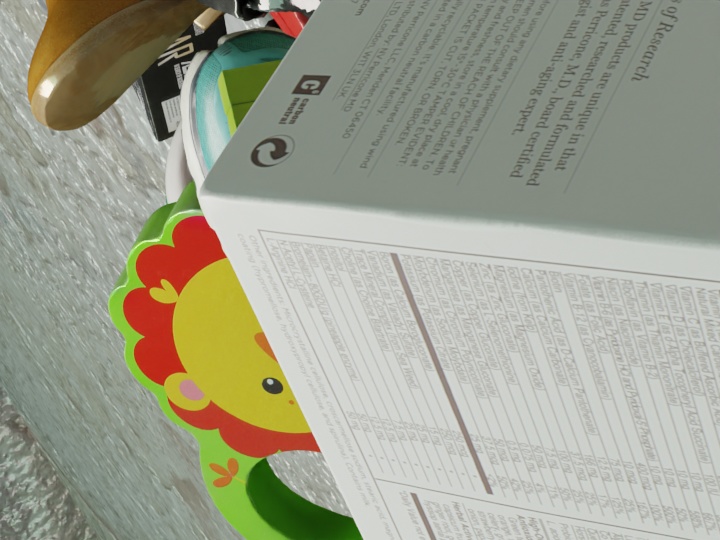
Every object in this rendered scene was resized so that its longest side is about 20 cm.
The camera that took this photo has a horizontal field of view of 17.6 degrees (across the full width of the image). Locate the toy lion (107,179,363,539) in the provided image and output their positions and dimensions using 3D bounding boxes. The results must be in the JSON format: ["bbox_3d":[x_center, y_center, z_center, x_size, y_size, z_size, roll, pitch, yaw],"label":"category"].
[{"bbox_3d":[-0.017,0.051,0.987,0.191,0.069,0.200,20,131,3],"label":"toy lion"}]

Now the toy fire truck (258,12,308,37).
[{"bbox_3d":[-0.009,-0.120,0.893,0.200,0.049,0.141,54,166,2],"label":"toy fire truck"}]

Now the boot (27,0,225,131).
[{"bbox_3d":[-0.110,-0.131,0.793,0.144,0.071,0.201,46,-157,-4],"label":"boot"}]

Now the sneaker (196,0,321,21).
[{"bbox_3d":[-0.051,-0.140,0.737,0.200,0.077,0.111,31,145,41],"label":"sneaker"}]

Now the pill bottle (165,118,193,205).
[{"bbox_3d":[-0.035,-0.010,1.096,0.113,0.113,0.200,50,164,13],"label":"pill bottle"}]

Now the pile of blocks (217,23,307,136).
[{"bbox_3d":[-0.011,-0.028,0.633,0.200,0.062,0.082,-148,48,-72],"label":"pile of blocks"}]

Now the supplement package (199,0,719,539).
[{"bbox_3d":[0.107,-0.005,0.453,0.200,0.152,0.151,7,139,31],"label":"supplement package"}]

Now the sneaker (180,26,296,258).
[{"bbox_3d":[0.000,0.000,0.866,0.200,0.077,0.080,64,168,-9],"label":"sneaker"}]

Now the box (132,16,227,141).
[{"bbox_3d":[-0.107,-0.163,1.001,0.200,0.043,0.161,88,159,-73],"label":"box"}]
